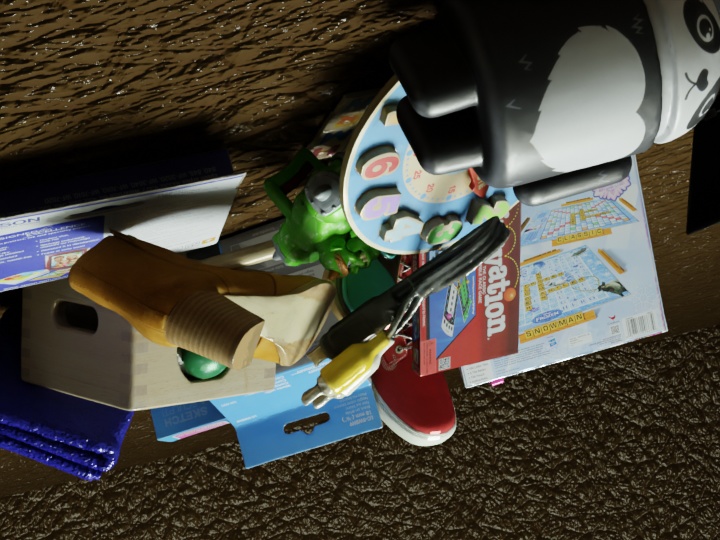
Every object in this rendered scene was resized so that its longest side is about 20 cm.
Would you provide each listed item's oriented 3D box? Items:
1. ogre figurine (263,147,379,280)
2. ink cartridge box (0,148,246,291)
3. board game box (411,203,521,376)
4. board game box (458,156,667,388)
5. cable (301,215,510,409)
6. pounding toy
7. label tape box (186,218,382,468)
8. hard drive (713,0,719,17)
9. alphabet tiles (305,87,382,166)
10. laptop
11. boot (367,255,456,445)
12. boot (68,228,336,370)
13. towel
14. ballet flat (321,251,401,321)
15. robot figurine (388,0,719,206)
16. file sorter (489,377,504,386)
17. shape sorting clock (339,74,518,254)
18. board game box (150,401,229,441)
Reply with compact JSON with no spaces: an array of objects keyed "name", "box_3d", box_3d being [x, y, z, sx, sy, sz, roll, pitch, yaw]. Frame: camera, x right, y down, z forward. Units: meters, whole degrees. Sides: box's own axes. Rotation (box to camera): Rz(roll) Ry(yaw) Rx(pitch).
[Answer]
[{"name":"ogre figurine","box_3d":[-0.005,-0.056,1.084,0.119,0.099,0.199,-30,-169,-23]},{"name":"ink cartridge box","box_3d":[-0.190,-0.042,1.043,0.195,0.048,0.200,-12,167,-14]},{"name":"board game box","box_3d":[0.092,-0.012,1.245,0.102,0.203,0.019,-12,-156,-23]},{"name":"board game box","box_3d":[0.165,-0.014,1.303,0.197,0.202,0.041,-15,-159,-1]},{"name":"cable","box_3d":[0.037,0.031,1.065,0.199,0.051,0.097,-34,-178,16]},{"name":"pounding toy","box_3d":[-0.151,0.028,1.197,0.198,0.145,0.183,8,-172,43]},{"name":"label tape box","box_3d":[-0.075,0.064,1.310,0.142,0.203,0.063,-18,169,12]},{"name":"hard drive","box_3d":[0.245,-0.166,1.040,0.199,0.043,0.134,-25,166,39]},{"name":"alphabet tiles","box_3d":[0.046,-0.119,1.084,0.164,0.006,0.200,-13,169,-20]},{"name":"laptop","box_3d":[0.406,-0.121,1.304,0.198,0.118,0.186,-5,165,-45]},{"name":"boot","box_3d":[0.044,0.047,1.311,0.071,0.201,0.145,-8,143,-26]},{"name":"boot","box_3d":[-0.109,0.012,1.027,0.143,0.072,0.201,27,-167,16]},{"name":"towel","box_3d":[-0.267,0.106,1.259,0.146,0.050,0.200,17,-159,-6]},{"name":"ballet flat","box_3d":[0.000,0.000,1.220,0.063,0.069,0.201,-34,-163,31]},{"name":"robot figurine","box_3d":[0.120,-0.120,0.864,0.197,0.127,0.150,-15,169,-7]},{"name":"file sorter","box_3d":[0.161,0.015,1.451,0.124,0.141,0.200,-18,-175,1]},{"name":"shape sorting clock","box_3d":[0.074,-0.088,0.990,0.198,0.039,0.201,-28,145,-21]},{"name":"board game box","box_3d":[-0.117,0.064,1.380,0.197,0.155,0.040,-18,168,11]}]
